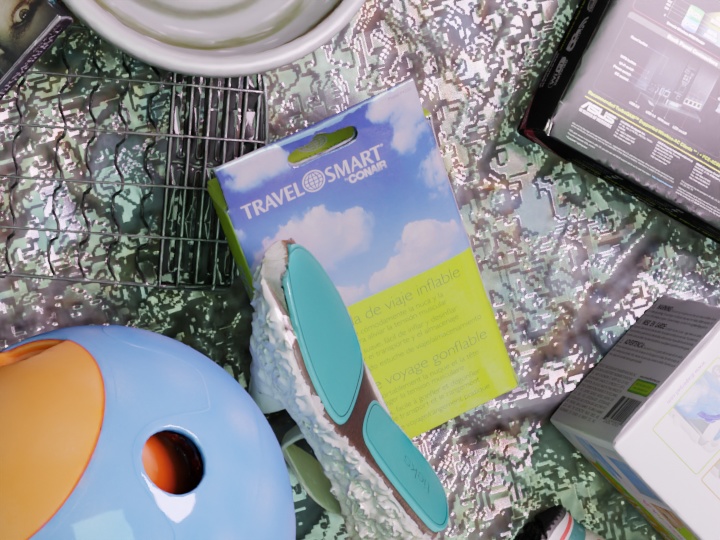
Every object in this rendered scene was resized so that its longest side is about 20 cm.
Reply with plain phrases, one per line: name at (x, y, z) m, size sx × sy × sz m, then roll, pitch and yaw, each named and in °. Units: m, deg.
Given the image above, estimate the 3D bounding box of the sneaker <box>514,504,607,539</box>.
sneaker at (0.095, 0.238, 1.270) m, size 0.093 × 0.070 × 0.201 m, roll 31°, pitch 85°, yaw -7°

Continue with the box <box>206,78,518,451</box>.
box at (0.000, 0.000, 1.213) m, size 0.121 × 0.048 × 0.201 m, roll -25°, pitch 119°, yaw -9°

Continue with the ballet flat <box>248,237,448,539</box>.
ballet flat at (-0.021, 0.076, 1.180) m, size 0.072 × 0.072 × 0.201 m, roll -33°, pitch 118°, yaw -8°

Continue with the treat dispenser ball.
treat dispenser ball at (-0.132, 0.128, 1.135) m, size 0.199 × 0.201 × 0.203 m, roll -1°, pitch 94°, yaw -12°

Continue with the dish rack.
dish rack at (-0.149, -0.063, 1.206) m, size 0.198 × 0.055 × 0.155 m, roll 4°, pitch 95°, yaw -14°

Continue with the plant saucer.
plant saucer at (-0.084, -0.192, 1.195) m, size 0.199 × 0.050 × 0.202 m, roll 4°, pitch 75°, yaw -15°

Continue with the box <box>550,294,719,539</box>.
box at (0.221, 0.122, 1.266) m, size 0.200 × 0.112 × 0.101 m, roll 45°, pitch 83°, yaw -12°

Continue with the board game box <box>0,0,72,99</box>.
board game box at (-0.259, -0.103, 1.150) m, size 0.135 × 0.028 × 0.200 m, roll 44°, pitch 100°, yaw 3°

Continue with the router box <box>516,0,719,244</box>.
router box at (0.208, -0.100, 1.273) m, size 0.199 × 0.062 × 0.151 m, roll 28°, pitch 88°, yaw -13°
